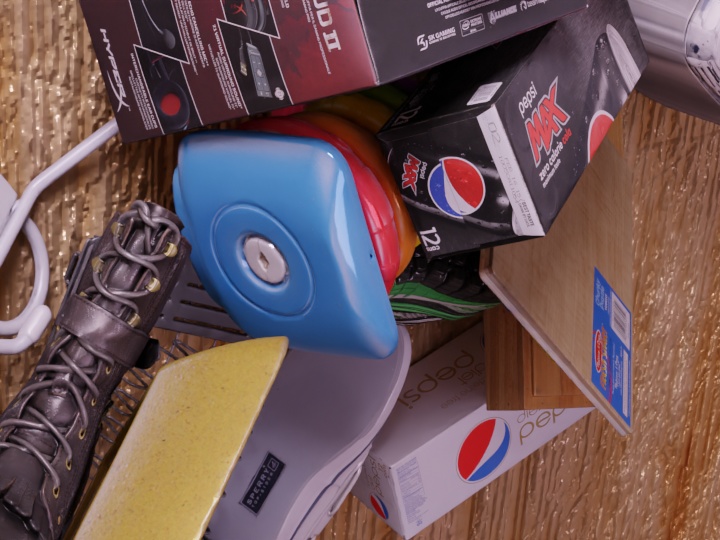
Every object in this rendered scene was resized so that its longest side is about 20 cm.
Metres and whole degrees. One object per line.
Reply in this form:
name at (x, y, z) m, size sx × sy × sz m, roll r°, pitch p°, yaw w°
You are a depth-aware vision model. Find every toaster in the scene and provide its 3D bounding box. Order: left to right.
toaster at (0.213, -0.159, 0.967) m, size 0.199 × 0.129 × 0.114 m, roll 30°, pitch 91°, yaw -45°

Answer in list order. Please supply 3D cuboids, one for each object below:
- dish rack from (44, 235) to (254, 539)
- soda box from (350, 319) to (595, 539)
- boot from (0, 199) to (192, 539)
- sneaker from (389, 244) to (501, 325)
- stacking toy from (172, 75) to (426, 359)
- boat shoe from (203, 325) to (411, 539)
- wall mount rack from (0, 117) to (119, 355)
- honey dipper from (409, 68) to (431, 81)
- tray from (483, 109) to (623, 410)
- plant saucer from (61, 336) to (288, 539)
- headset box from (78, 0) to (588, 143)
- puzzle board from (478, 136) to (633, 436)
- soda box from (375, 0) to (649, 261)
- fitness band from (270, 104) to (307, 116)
dish rack at (-0.115, 0.079, 0.866) m, size 0.152 × 0.054 × 0.202 m, roll 13°, pitch 103°, yaw -44°
soda box at (0.081, 0.083, 1.024) m, size 0.199 × 0.068 × 0.064 m, roll -30°, pitch 129°, yaw -24°
boot at (-0.128, 0.049, 0.675) m, size 0.069 × 0.200 × 0.176 m, roll 28°, pitch 89°, yaw -4°
sneaker at (0.000, 0.000, 0.862) m, size 0.198 × 0.079 × 0.085 m, roll 8°, pitch 152°, yaw -24°
stacking toy at (0.011, -0.057, 0.785) m, size 0.200 × 0.109 × 0.117 m, roll -43°, pitch 127°, yaw -39°
boat shoe at (-0.032, 0.106, 0.944) m, size 0.201 × 0.073 × 0.065 m, roll -52°, pitch 160°, yaw 12°
wall mount rack at (-0.168, -0.066, 0.738) m, size 0.201 × 0.074 × 0.175 m, roll 58°, pitch 42°, yaw -43°
honey dipper at (0.063, -0.137, 0.869) m, size 0.200 × 0.038 × 0.038 m, roll -40°, pitch 132°, yaw -16°
tray at (0.120, -0.018, 0.969) m, size 0.098 × 0.037 × 0.203 m, roll 2°, pitch 85°, yaw -41°
plant saucer at (-0.115, 0.135, 0.727) m, size 0.048 × 0.200 × 0.201 m, roll 27°, pitch 60°, yaw -7°
headset box at (-0.007, -0.123, 0.717) m, size 0.148 × 0.199 × 0.076 m, roll -26°, pitch 103°, yaw -42°
puzzle board at (0.110, -0.029, 0.879) m, size 0.151 × 0.017 × 0.202 m, roll 47°, pitch 37°, yaw -36°
soda box at (0.080, -0.085, 0.775) m, size 0.071 × 0.063 × 0.200 m, roll 65°, pitch 34°, yaw -21°
fitness band at (0.012, -0.073, 0.907) m, size 0.142 × 0.037 × 0.202 m, roll -7°, pitch 115°, yaw -37°
